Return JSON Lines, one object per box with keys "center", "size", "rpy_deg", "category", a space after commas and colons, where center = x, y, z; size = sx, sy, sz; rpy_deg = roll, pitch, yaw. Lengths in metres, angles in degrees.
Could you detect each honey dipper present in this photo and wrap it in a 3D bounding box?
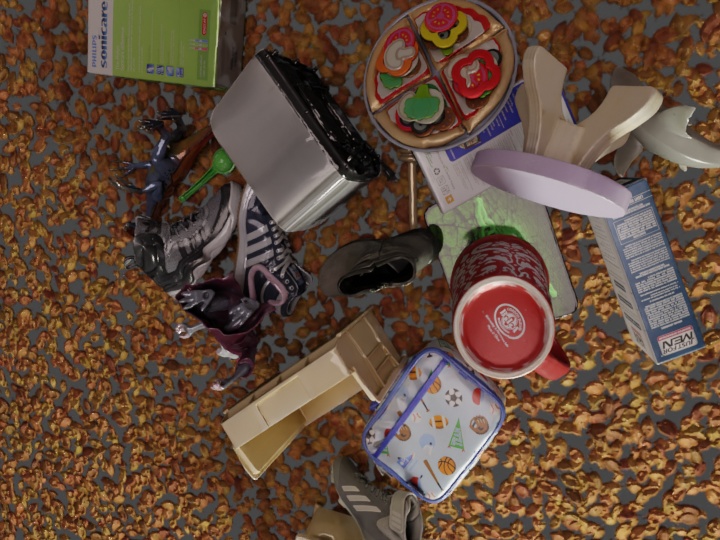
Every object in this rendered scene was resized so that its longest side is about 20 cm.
{"center": [0.071, -0.091, 0.794], "size": [0.037, 0.038, 0.208], "rpy_deg": [-1, 104, 13], "category": "honey dipper"}

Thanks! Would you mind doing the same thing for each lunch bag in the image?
{"center": [0.095, 0.209, 0.822], "size": [0.159, 0.075, 0.203], "rpy_deg": [37, 105, 7], "category": "lunch bag"}

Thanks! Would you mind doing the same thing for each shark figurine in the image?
{"center": [0.373, -0.158, 0.660], "size": [0.209, 0.090, 0.131], "rpy_deg": [23, 74, 14], "category": "shark figurine"}

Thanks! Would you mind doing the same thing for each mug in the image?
{"center": [0.185, 0.046, 0.697], "size": [0.172, 0.200, 0.138], "rpy_deg": [21, 104, 8], "category": "mug"}

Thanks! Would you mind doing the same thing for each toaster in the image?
{"center": [-0.067, -0.153, 0.740], "size": [0.118, 0.181, 0.202], "rpy_deg": [-37, 90, 19], "category": "toaster"}

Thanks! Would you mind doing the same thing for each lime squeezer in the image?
{"center": [-0.193, -0.156, 0.830], "size": [0.038, 0.071, 0.199], "rpy_deg": [42, 137, -10], "category": "lime squeezer"}

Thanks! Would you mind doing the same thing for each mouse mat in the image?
{"center": [0.186, -0.015, 0.793], "size": [0.157, 0.008, 0.206], "rpy_deg": [-20, 96, 16], "category": "mouse mat"}

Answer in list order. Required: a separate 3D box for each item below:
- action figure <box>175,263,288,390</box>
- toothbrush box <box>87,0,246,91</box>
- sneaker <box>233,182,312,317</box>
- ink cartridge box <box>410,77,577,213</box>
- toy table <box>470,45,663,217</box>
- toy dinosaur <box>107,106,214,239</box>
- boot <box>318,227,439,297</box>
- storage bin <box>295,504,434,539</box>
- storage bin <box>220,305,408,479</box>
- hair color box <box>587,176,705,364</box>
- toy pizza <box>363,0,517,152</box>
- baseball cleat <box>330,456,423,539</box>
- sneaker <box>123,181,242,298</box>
{"center": [-0.178, 0.071, 0.822], "size": [0.148, 0.202, 0.134], "rpy_deg": [-38, 69, -16], "category": "action figure"}
{"center": [-0.260, -0.330, 0.800], "size": [0.193, 0.086, 0.151], "rpy_deg": [9, 103, 11], "category": "toothbrush box"}
{"center": [-0.117, -0.033, 0.828], "size": [0.105, 0.070, 0.207], "rpy_deg": [16, 110, 15], "category": "sneaker"}
{"center": [0.166, -0.163, 0.741], "size": [0.196, 0.037, 0.097], "rpy_deg": [-29, 99, 7], "category": "ink cartridge box"}
{"center": [0.215, -0.141, 0.638], "size": [0.198, 0.181, 0.120], "rpy_deg": [27, 95, 45], "category": "toy table"}
{"center": [-0.285, -0.126, 0.848], "size": [0.192, 0.106, 0.187], "rpy_deg": [8, 122, -1], "category": "toy dinosaur"}
{"center": [0.000, 0.000, 0.763], "size": [0.195, 0.130, 0.070], "rpy_deg": [-19, 97, 31], "category": "boot"}
{"center": [-0.002, 0.482, 0.875], "size": [0.193, 0.094, 0.206], "rpy_deg": [11, 102, 11], "category": "storage bin"}
{"center": [-0.056, 0.155, 0.783], "size": [0.197, 0.198, 0.095], "rpy_deg": [-34, 88, 17], "category": "storage bin"}
{"center": [0.334, -0.005, 0.710], "size": [0.059, 0.100, 0.206], "rpy_deg": [-20, 95, 12], "category": "hair color box"}
{"center": [0.091, -0.245, 0.720], "size": [0.193, 0.032, 0.208], "rpy_deg": [-5, 76, 20], "category": "toy pizza"}
{"center": [0.027, 0.321, 0.819], "size": [0.107, 0.069, 0.201], "rpy_deg": [-48, 43, 11], "category": "baseball cleat"}
{"center": [-0.253, -0.056, 0.831], "size": [0.112, 0.076, 0.201], "rpy_deg": [27, 113, -31], "category": "sneaker"}
